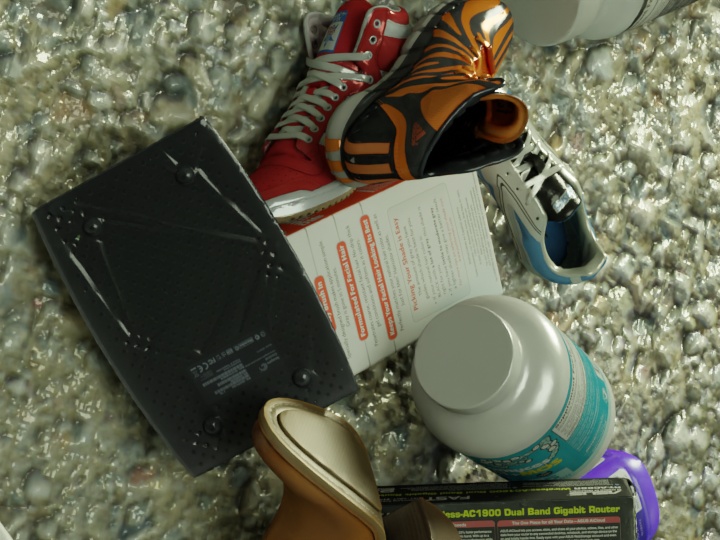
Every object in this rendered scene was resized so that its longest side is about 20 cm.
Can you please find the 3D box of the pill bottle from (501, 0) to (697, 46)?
[{"bbox_3d":[0.195,-0.241,1.341,0.199,0.116,0.117,-25,108,-36],"label":"pill bottle"}]

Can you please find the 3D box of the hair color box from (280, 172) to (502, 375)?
[{"bbox_3d":[0.000,0.000,1.222,0.199,0.064,0.112,-26,110,-38],"label":"hair color box"}]

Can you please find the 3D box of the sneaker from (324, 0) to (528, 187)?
[{"bbox_3d":[0.073,-0.114,1.167,0.200,0.111,0.078,-50,131,-36],"label":"sneaker"}]

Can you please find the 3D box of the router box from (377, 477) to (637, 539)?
[{"bbox_3d":[0.094,0.226,1.240,0.198,0.062,0.151,-2,96,4],"label":"router box"}]

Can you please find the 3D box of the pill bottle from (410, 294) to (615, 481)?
[{"bbox_3d":[0.102,0.083,1.238,0.200,0.110,0.112,36,67,-62],"label":"pill bottle"}]

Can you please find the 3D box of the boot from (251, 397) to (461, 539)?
[{"bbox_3d":[-0.045,0.177,1.142,0.200,0.154,0.074,45,22,-33],"label":"boot"}]

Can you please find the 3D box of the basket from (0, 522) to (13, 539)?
[{"bbox_3d":[-0.252,0.205,0.980,0.136,0.123,0.201,-44,119,-30],"label":"basket"}]

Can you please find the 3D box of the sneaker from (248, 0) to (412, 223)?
[{"bbox_3d":[-0.026,-0.111,1.190,0.200,0.071,0.113,-36,118,-42],"label":"sneaker"}]

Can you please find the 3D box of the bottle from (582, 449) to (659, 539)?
[{"bbox_3d":[0.143,0.212,1.350,0.199,0.065,0.084,-30,111,-35],"label":"bottle"}]

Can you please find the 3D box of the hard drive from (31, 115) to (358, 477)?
[{"bbox_3d":[-0.100,0.015,1.109,0.134,0.042,0.201,-28,107,4],"label":"hard drive"}]

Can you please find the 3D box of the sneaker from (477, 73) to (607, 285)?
[{"bbox_3d":[0.122,-0.074,1.316,0.072,0.072,0.201,-47,118,-26],"label":"sneaker"}]
